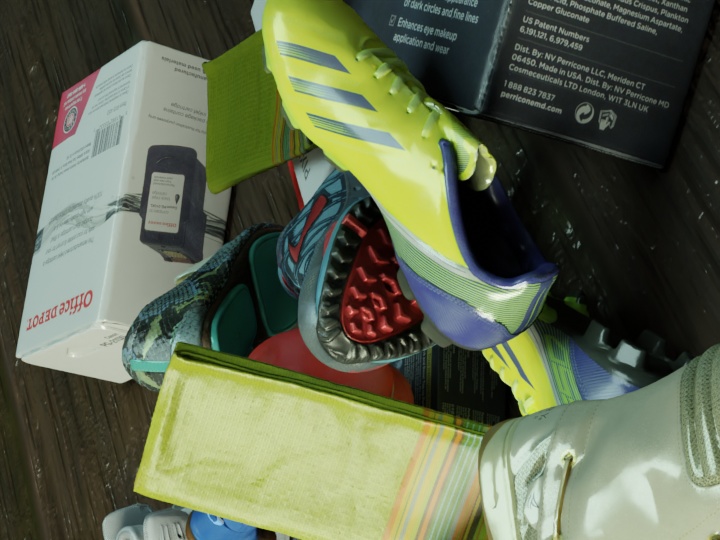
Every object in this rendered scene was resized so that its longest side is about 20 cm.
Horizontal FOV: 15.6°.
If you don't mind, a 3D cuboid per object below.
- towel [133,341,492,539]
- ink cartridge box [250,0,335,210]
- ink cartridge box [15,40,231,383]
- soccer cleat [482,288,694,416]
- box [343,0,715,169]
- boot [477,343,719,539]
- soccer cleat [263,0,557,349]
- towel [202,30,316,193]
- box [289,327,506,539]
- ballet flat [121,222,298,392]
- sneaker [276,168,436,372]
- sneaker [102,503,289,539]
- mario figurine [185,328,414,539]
[{"bbox_3d":[-0.006,0.100,1.288,0.018,0.200,0.086,-82,8,-72],"label":"towel"},{"bbox_3d":[-0.028,-0.095,1.569,0.200,0.045,0.176,-106,29,-46],"label":"ink cartridge box"},{"bbox_3d":[-0.155,-0.035,1.780,0.145,0.084,0.200,-22,56,58],"label":"ink cartridge box"},{"bbox_3d":[0.093,0.053,1.265,0.200,0.065,0.084,33,108,63],"label":"soccer cleat"},{"bbox_3d":[0.089,-0.171,1.331,0.197,0.117,0.200,25,100,63],"label":"box"},{"bbox_3d":[0.137,0.139,1.118,0.155,0.072,0.200,-25,71,40],"label":"boot"},{"bbox_3d":[0.026,-0.059,1.226,0.200,0.065,0.084,58,140,10],"label":"soccer cleat"},{"bbox_3d":[-0.059,-0.100,1.540,0.200,0.018,0.086,162,112,-69],"label":"towel"},{"bbox_3d":[0.018,0.076,1.419,0.161,0.049,0.200,-37,45,54],"label":"box"},{"bbox_3d":[-0.083,0.020,1.474,0.074,0.074,0.200,-66,-8,18],"label":"ballet flat"},{"bbox_3d":[0.000,0.000,1.325,0.096,0.079,0.200,-37,16,30],"label":"sneaker"},{"bbox_3d":[-0.077,0.129,1.501,0.075,0.115,0.200,-8,70,62],"label":"sneaker"},{"bbox_3d":[-0.023,0.094,1.381,0.123,0.106,0.200,54,149,6],"label":"mario figurine"}]
